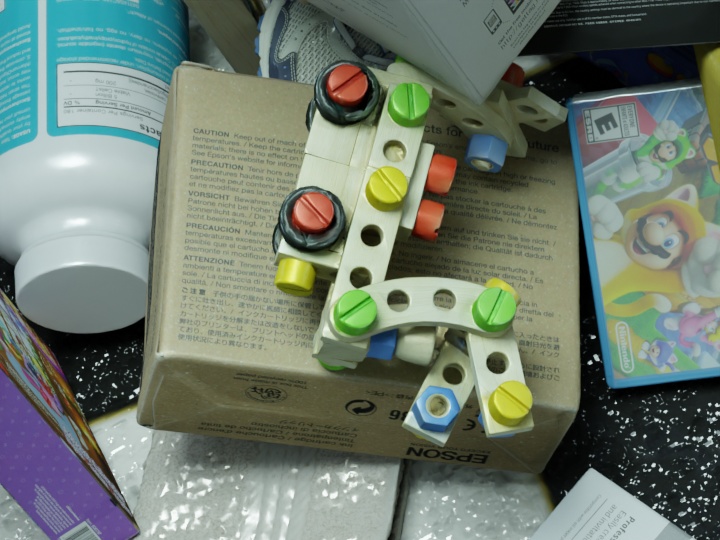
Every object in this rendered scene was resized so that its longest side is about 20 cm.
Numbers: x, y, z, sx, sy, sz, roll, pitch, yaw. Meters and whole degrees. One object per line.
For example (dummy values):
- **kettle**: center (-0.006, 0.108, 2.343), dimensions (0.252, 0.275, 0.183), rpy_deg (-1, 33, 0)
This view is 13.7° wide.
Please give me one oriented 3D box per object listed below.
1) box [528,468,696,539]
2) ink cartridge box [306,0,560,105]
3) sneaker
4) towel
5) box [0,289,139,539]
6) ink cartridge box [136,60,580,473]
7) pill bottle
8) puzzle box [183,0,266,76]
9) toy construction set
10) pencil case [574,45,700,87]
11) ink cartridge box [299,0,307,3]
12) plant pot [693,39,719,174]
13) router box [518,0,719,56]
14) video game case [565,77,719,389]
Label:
- **box**: center (0.132, 0.204, 1.334), dimensions (0.200, 0.041, 0.156), rpy_deg (35, 75, 28)
- **ink cartridge box**: center (-0.025, -0.182, 1.286), dimensions (0.200, 0.176, 0.084), rpy_deg (34, 83, 31)
- **sneaker**: center (0.018, -0.148, 1.506), dimensions (0.077, 0.085, 0.200), rpy_deg (40, 58, -14)
- **towel**: center (-0.044, 0.108, 1.439), dimensions (0.132, 0.034, 0.200), rpy_deg (2, 62, 15)
- **box**: center (-0.183, 0.036, 1.405), dimensions (0.039, 0.200, 0.137), rpy_deg (-33, 46, 1)
- **ink cartridge box**: center (0.000, 0.000, 1.416), dimensions (0.200, 0.075, 0.165), rpy_deg (8, 57, -8)
- **pill bottle**: center (-0.140, -0.071, 1.521), dimensions (0.111, 0.111, 0.200), rpy_deg (-9, 59, 10)
- **puzzle box**: center (-0.094, -0.190, 1.563), dimensions (0.025, 0.133, 0.200), rpy_deg (-28, 58, 5)
- **toy construction set**: center (0.031, -0.025, 1.340), dimensions (0.131, 0.092, 0.200), rpy_deg (16, 57, -3)
- **pencil case**: center (0.152, -0.111, 1.478), dimensions (0.200, 0.087, 0.078), rpy_deg (40, 102, 30)
- **ink cartridge box**: center (-0.003, -0.242, 1.502), dimensions (0.165, 0.075, 0.200), rpy_deg (-34, 33, 5)
- **plant pot**: center (0.259, -0.019, 1.295), dimensions (0.200, 0.176, 0.200), rpy_deg (-11, 102, 9)
- **router box**: center (0.167, -0.159, 1.370), dimensions (0.200, 0.052, 0.157), rpy_deg (-2, 29, 27)
- **video game case**: center (0.205, -0.025, 1.403), dimensions (0.200, 0.018, 0.143), rpy_deg (-7, 102, 10)
